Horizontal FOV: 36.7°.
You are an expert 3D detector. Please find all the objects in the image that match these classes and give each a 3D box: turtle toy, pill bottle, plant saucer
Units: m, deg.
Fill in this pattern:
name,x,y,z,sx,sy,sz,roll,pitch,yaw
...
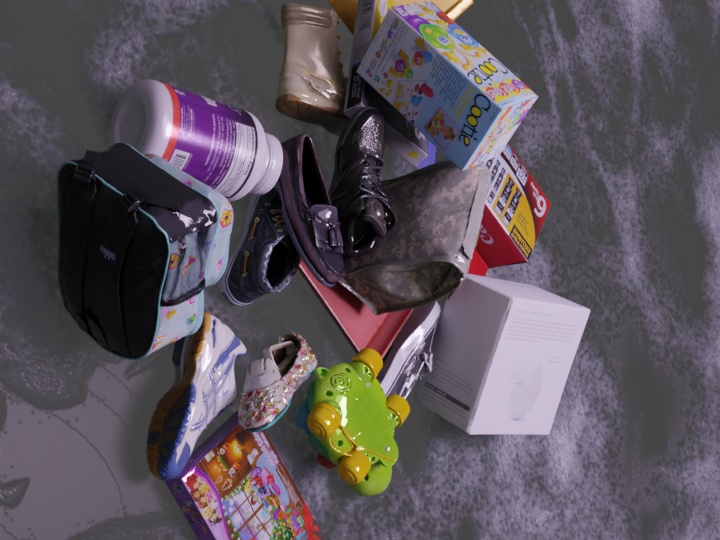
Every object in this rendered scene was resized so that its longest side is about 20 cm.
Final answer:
name,x,y,z,sx,sy,sz,roll,pitch,yaw
turtle toy,-0.012,0.207,1.399,0.146,0.100,0.202,-47,115,-41
pill bottle,-0.190,-0.148,1.284,0.198,0.111,0.115,12,72,-45
plant saucer,0.000,0.000,1.506,0.201,0.036,0.200,55,48,-22

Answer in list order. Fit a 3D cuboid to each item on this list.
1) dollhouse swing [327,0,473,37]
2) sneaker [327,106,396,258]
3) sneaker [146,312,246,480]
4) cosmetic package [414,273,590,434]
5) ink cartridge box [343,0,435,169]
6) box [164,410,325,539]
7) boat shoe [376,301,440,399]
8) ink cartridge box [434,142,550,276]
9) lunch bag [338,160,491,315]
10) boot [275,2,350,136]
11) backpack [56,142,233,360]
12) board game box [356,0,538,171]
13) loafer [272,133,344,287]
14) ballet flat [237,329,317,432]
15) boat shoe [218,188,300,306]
name,x,y,z,sx,sy,sz,roll,pitch,yaw
dollhouse swing,0.042,-0.450,1.621,0.200,0.174,0.183,49,20,-30
sneaker,0.010,-0.110,1.396,0.076,0.113,0.202,23,83,-40
sneaker,-0.181,0.152,1.253,0.088,0.075,0.203,36,58,-36
cosmetic package,0.208,0.122,1.585,0.198,0.122,0.203,9,103,-45
ink cartridge box,0.063,-0.261,1.534,0.199,0.047,0.201,30,55,-39
box,-0.134,0.289,1.297,0.137,0.039,0.202,-42,111,-42
boat shoe,0.067,0.128,1.518,0.068,0.073,0.200,49,50,-21
ink cartridge box,0.195,-0.105,1.701,0.200,0.083,0.177,49,51,-28
lunch bag,0.086,-0.045,1.437,0.117,0.198,0.166,40,54,-32
boot,-0.036,-0.275,1.508,0.198,0.072,0.158,12,71,-41
backpack,-0.233,-0.015,1.150,0.153,0.174,0.203,-26,139,-54
board game box,0.111,-0.241,1.401,0.200,0.105,0.103,45,37,16
loafer,-0.060,-0.079,1.339,0.072,0.063,0.202,17,44,-58
ballet flat,-0.108,0.129,1.311,0.200,0.075,0.065,-53,123,-70
boat shoe,-0.103,-0.046,1.368,0.071,0.090,0.202,41,54,-32
